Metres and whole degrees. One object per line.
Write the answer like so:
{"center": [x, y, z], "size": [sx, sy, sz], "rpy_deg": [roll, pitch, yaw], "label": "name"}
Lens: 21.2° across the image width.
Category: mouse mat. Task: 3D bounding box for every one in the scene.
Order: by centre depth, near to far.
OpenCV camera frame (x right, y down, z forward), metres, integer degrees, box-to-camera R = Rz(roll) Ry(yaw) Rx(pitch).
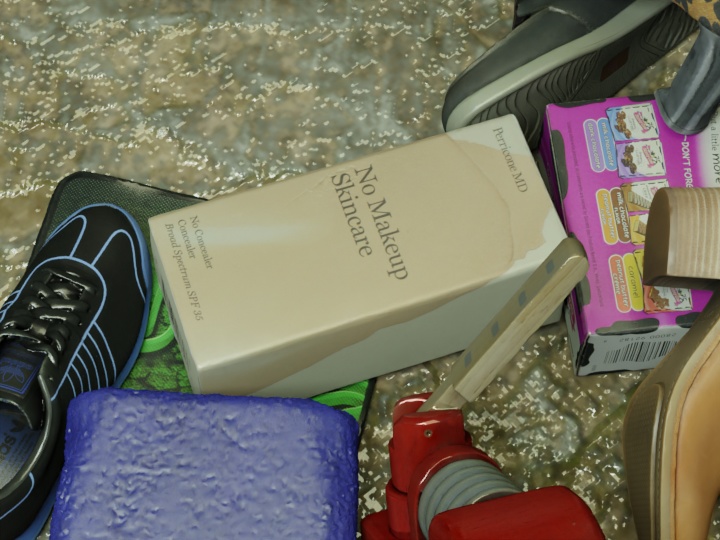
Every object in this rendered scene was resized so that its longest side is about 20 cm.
{"center": [-0.088, 0.034, 1.017], "size": [0.199, 0.008, 0.162], "rpy_deg": [13, 65, 4], "label": "mouse mat"}

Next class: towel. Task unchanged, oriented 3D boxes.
{"center": [-0.077, 0.157, 0.900], "size": [0.147, 0.050, 0.201], "rpy_deg": [4, 66, 0], "label": "towel"}

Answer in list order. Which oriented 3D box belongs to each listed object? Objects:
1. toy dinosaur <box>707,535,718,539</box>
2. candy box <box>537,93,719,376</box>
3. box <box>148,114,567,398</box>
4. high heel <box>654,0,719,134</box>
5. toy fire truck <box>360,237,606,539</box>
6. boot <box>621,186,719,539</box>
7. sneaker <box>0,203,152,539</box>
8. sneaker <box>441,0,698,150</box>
{"center": [0.145, 0.225, 0.912], "size": [0.101, 0.058, 0.200], "rpy_deg": [22, 57, 26], "label": "toy dinosaur"}
{"center": [0.202, -0.026, 1.018], "size": [0.199, 0.061, 0.137], "rpy_deg": [-6, 66, -2], "label": "candy box"}
{"center": [0.000, 0.000, 0.988], "size": [0.199, 0.078, 0.095], "rpy_deg": [-18, 65, -10], "label": "box"}
{"center": [0.155, -0.186, 0.975], "size": [0.071, 0.143, 0.201], "rpy_deg": [-18, 69, -23], "label": "high heel"}
{"center": [0.065, 0.101, 0.857], "size": [0.128, 0.176, 0.201], "rpy_deg": [-11, 106, -15], "label": "toy fire truck"}
{"center": [0.211, 0.059, 0.937], "size": [0.154, 0.077, 0.201], "rpy_deg": [6, 84, -7], "label": "boot"}
{"center": [-0.158, 0.045, 0.964], "size": [0.070, 0.078, 0.201], "rpy_deg": [15, 66, 7], "label": "sneaker"}
{"center": [0.101, -0.143, 1.073], "size": [0.200, 0.075, 0.106], "rpy_deg": [-33, 65, -25], "label": "sneaker"}
